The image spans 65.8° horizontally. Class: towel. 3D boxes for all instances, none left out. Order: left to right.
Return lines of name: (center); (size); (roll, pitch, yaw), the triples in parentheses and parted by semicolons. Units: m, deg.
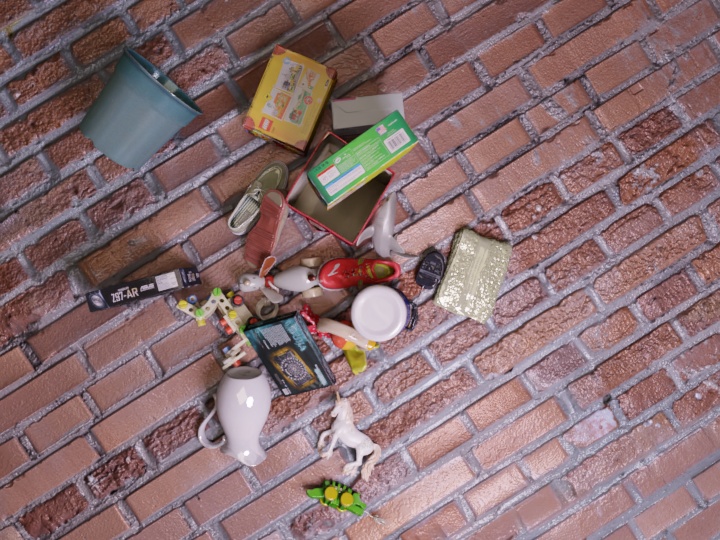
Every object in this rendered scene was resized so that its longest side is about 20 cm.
towel: (0.268, 0.013, 1.311); (0.148, 0.036, 0.201); (19, 90, -3)

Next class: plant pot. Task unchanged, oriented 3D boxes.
plant pot: (-0.484, -0.337, 1.206); (0.200, 0.200, 0.196); (43, 96, -2)

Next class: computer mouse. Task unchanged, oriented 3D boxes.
computer mouse: (0.146, 0.049, 1.312); (0.059, 0.034, 0.200); (25, 97, 12)

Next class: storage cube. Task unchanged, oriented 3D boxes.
storage cube: (-0.047, -0.169, 1.224); (0.171, 0.180, 0.200); (31, 90, -2)

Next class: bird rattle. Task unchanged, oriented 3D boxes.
bird rattle: (-0.044, 0.136, 1.246); (0.200, 0.163, 0.113); (36, 71, -11)

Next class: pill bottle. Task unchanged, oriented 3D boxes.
pill bottle: (0.051, 0.090, 1.214); (0.115, 0.200, 0.116); (0, 88, 10)

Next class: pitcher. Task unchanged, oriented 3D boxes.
pitcher: (-0.288, 0.322, 1.259); (0.171, 0.121, 0.201); (6, 102, 11)

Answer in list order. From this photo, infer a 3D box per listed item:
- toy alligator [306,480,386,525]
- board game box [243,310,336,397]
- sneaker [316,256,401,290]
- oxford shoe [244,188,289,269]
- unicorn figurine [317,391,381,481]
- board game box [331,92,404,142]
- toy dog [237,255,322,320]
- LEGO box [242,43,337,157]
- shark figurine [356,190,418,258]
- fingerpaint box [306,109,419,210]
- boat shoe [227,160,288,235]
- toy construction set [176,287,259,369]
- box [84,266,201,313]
toy alligator: (-0.028, 0.532, 1.298); (0.200, 0.059, 0.054); (21, 49, -3)
board game box: (-0.155, 0.190, 1.241); (0.135, 0.028, 0.200); (-17, 116, 19)
sneaker: (0.000, 0.000, 1.249); (0.199, 0.085, 0.077); (-7, 88, -25)
oxford shoe: (-0.204, -0.093, 1.274); (0.071, 0.074, 0.200); (31, 111, 10)
unicorn figurine: (-0.034, 0.385, 1.291); (0.200, 0.074, 0.137); (42, 79, -16)
board game box: (0.010, -0.323, 1.214); (0.147, 0.200, 0.064); (-6, 91, -3)
toy dog: (-0.170, 0.025, 1.256); (0.200, 0.096, 0.132); (-27, 94, -8)
LEGO box: (-0.158, -0.383, 1.267); (0.149, 0.077, 0.200); (23, 90, -2)
shark figurine: (0.069, -0.057, 1.215); (0.089, 0.215, 0.128); (30, 71, 26)
fingerpaint box: (-0.002, -0.204, 1.054); (0.200, 0.167, 0.073); (-35, 94, -1)
boat shoe: (-0.231, -0.165, 1.274); (0.072, 0.062, 0.200); (34, 89, -2)
toy construction set: (-0.309, 0.123, 1.259); (0.131, 0.092, 0.200); (-35, 100, -26)
box: (-0.467, 0.040, 1.218); (0.199, 0.160, 0.044); (-15, 92, -1)
